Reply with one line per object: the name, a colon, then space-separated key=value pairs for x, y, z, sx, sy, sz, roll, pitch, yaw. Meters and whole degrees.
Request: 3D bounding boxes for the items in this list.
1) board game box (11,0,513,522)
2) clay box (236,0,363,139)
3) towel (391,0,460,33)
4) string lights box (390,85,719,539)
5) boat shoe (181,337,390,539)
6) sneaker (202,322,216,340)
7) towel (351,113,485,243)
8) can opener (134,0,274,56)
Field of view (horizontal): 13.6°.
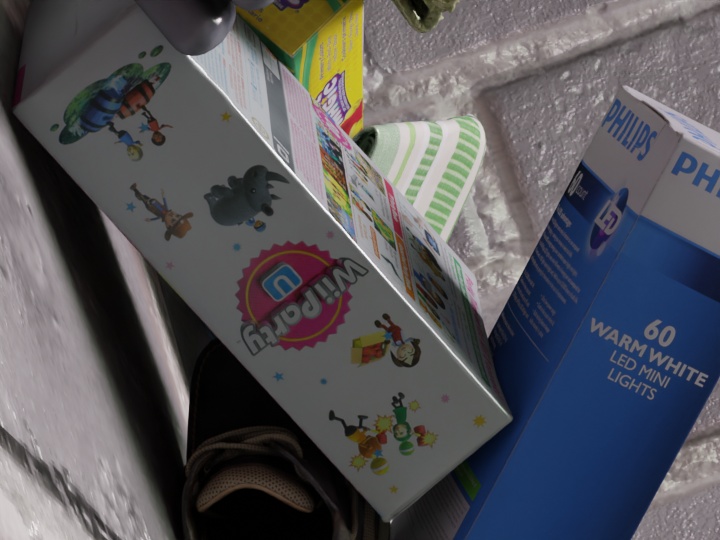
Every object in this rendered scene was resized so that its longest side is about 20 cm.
board game box: x=-0.036 y=-0.024 z=1.090 sx=0.200 sy=0.064 sz=0.148 roll=47 pitch=11 yaw=-17
clay box: x=-0.054 y=-0.098 z=1.224 sx=0.115 sy=0.048 sz=0.200 roll=39 pitch=-19 yaw=17
towel: x=-0.018 y=-0.176 z=1.163 sx=0.149 sy=0.036 sz=0.200 roll=55 pitch=2 yaw=-23
string lights box: x=0.081 y=0.040 z=1.096 sx=0.059 sy=0.201 sz=0.103 roll=26 pitch=9 yaw=-12
boat shoe: x=-0.027 y=0.089 z=1.087 sx=0.074 sy=0.074 sz=0.201 roll=69 pitch=3 yaw=-46
sneaker: x=-0.049 y=0.013 z=1.400 sx=0.200 sy=0.079 sz=0.096 roll=75 pitch=24 yaw=-55
towel: x=0.000 y=0.000 z=1.330 sx=0.023 sy=0.153 sz=0.200 roll=28 pitch=12 yaw=13
can opener: x=-0.095 y=-0.162 z=0.976 sx=0.200 sy=0.053 sz=0.066 roll=52 pitch=25 yaw=-6
